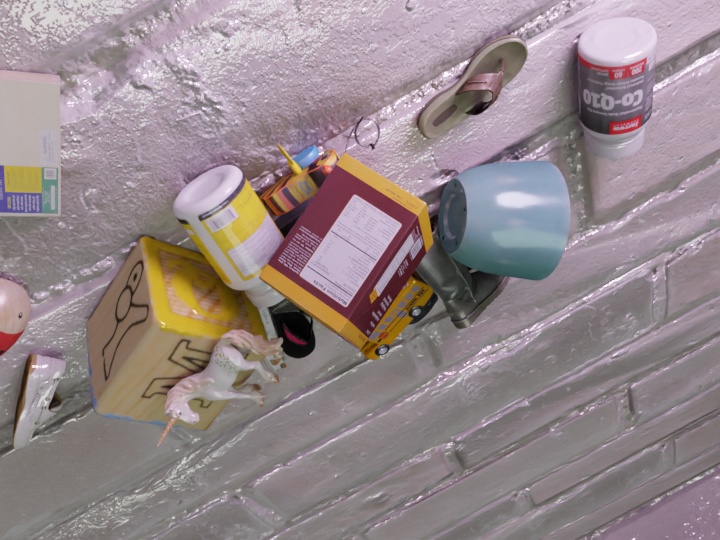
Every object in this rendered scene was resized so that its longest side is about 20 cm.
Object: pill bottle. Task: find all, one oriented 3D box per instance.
[{"bbox_3d":[-0.175,-0.044,0.998,0.111,0.112,0.201,-29,122,2],"label":"pill bottle"},{"bbox_3d":[0.405,-0.282,1.084,0.113,0.114,0.201,-25,137,-2],"label":"pill bottle"}]

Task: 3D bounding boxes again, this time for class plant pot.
[{"bbox_3d":[0.223,-0.086,1.133,0.160,0.201,0.202,2,131,-14],"label":"plant pot"}]

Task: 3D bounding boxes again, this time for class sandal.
[{"bbox_3d":[-0.116,0.093,1.215,0.075,0.045,0.201,-55,145,-31],"label":"sandal"},{"bbox_3d":[0.175,-0.265,1.029,0.201,0.058,0.080,-43,135,16],"label":"sandal"}]

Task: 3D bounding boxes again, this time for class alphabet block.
[{"bbox_3d":[-0.287,0.102,1.056,0.196,0.196,0.200,19,122,-40],"label":"alphabet block"}]

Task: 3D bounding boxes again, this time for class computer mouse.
[{"bbox_3d":[0.153,0.042,1.329,0.200,0.034,0.059,-42,134,15],"label":"computer mouse"}]

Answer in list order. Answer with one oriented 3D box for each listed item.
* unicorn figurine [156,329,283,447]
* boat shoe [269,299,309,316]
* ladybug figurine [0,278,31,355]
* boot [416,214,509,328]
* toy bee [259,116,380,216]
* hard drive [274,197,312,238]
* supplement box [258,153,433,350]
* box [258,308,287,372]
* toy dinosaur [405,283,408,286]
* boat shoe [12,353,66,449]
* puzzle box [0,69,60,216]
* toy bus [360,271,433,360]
[{"bbox_3d":[-0.195,0.158,0.973,0.136,0.074,0.201,15,109,-25],"label":"unicorn figurine"},{"bbox_3d":[-0.065,0.051,1.168,0.200,0.066,0.072,-11,163,-40],"label":"boat shoe"},{"bbox_3d":[-0.571,0.092,0.993,0.200,0.072,0.136,-37,136,11],"label":"ladybug figurine"},{"bbox_3d":[0.177,-0.018,1.244,0.182,0.072,0.200,-48,111,-30],"label":"boot"},{"bbox_3d":[-0.067,-0.143,0.986,0.130,0.109,0.201,31,110,-15],"label":"toy bee"},{"bbox_3d":[-0.071,-0.061,1.114,0.199,0.042,0.135,-34,137,8],"label":"hard drive"},{"bbox_3d":[-0.010,-0.017,0.959,0.201,0.132,0.197,-55,166,-6],"label":"supplement box"},{"bbox_3d":[-0.173,0.108,1.228,0.038,0.042,0.201,-19,137,-8],"label":"box"},{"bbox_3d":[0.000,0.000,1.134,0.200,0.085,0.136,-45,117,-37],"label":"toy dinosaur"},{"bbox_3d":[-0.534,0.225,1.138,0.069,0.071,0.201,9,125,-30],"label":"boat shoe"},{"bbox_3d":[-0.447,-0.154,0.854,0.132,0.025,0.201,-1,131,-26],"label":"puzzle box"},{"bbox_3d":[0.054,0.078,1.290,0.078,0.065,0.200,19,120,-38],"label":"toy bus"}]
